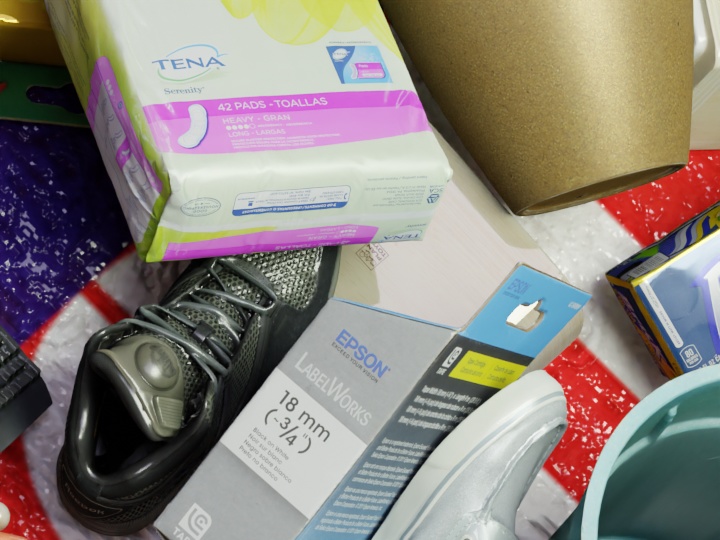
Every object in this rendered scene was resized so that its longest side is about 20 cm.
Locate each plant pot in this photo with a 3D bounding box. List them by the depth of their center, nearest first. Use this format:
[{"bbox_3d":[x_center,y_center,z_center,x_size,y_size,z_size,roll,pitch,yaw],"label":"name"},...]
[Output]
[{"bbox_3d":[0.163,0.170,1.416,0.199,0.196,0.201,7,66,-16],"label":"plant pot"},{"bbox_3d":[0.096,-0.136,1.510,0.186,0.186,0.201,-15,85,-25],"label":"plant pot"}]

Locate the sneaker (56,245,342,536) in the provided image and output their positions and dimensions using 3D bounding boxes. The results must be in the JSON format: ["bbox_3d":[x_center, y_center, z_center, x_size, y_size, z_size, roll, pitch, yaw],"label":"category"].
[{"bbox_3d":[-0.073,0.033,1.409,0.076,0.114,0.200,38,76,5],"label":"sneaker"}]

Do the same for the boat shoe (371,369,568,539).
[{"bbox_3d":[0.044,0.142,1.399,0.071,0.070,0.201,39,94,21],"label":"boat shoe"}]

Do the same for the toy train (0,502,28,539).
[{"bbox_3d":[-0.122,0.190,1.384,0.199,0.056,0.151,18,64,-12],"label":"toy train"}]

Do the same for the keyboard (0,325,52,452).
[{"bbox_3d":[-0.214,0.043,1.363,0.127,0.021,0.200,43,19,0],"label":"keyboard"}]

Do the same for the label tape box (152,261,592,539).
[{"bbox_3d":[0.008,0.063,1.383,0.063,0.144,0.200,40,96,17],"label":"label tape box"}]

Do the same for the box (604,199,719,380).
[{"bbox_3d":[0.232,-0.020,1.549,0.200,0.064,0.070,-32,98,-4],"label":"box"}]

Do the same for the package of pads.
[{"bbox_3d":[-0.062,-0.098,1.437,0.154,0.068,0.200,-5,52,-24],"label":"package of pads"}]

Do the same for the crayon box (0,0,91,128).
[{"bbox_3d":[-0.142,-0.172,1.531,0.126,0.051,0.201,4,68,-19],"label":"crayon box"}]

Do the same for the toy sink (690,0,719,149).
[{"bbox_3d":[0.199,-0.147,1.610,0.199,0.112,0.131,-1,68,-21],"label":"toy sink"}]

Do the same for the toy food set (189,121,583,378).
[{"bbox_3d":[0.000,0.000,1.515,0.143,0.060,0.200,-40,85,-17],"label":"toy food set"}]
